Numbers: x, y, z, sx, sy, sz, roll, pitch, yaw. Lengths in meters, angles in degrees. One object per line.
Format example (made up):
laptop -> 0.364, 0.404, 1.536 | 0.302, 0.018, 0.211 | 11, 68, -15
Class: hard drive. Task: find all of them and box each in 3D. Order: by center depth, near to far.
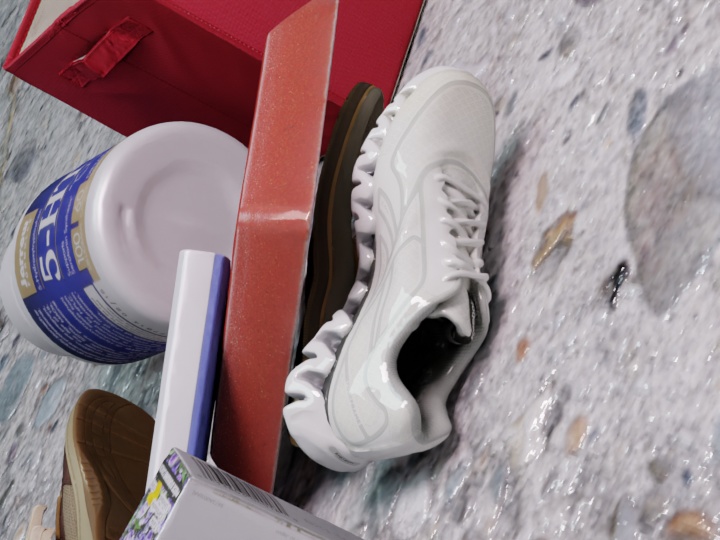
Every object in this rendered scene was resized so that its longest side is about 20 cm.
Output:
hard drive -> -0.090, 0.099, 1.196 | 0.132, 0.025, 0.200 | 108, 169, -80

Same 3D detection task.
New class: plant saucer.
plant saucer -> -0.044, -0.012, 1.210 | 0.200, 0.037, 0.200 | -85, 4, -51

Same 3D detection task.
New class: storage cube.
storage cube -> -0.074, -0.174, 1.416 | 0.171, 0.180, 0.200 | -27, 39, 57

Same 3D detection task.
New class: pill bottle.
pill bottle -> -0.138, -0.008, 1.422 | 0.200, 0.120, 0.120 | -22, 44, 60

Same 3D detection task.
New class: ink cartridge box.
ink cartridge box -> -0.082, 0.192, 1.072 | 0.200, 0.109, 0.050 | -60, 21, 4

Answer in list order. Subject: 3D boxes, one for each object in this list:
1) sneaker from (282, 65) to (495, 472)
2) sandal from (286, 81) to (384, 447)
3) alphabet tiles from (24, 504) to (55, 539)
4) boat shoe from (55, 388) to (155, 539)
sneaker -> 0.033, -0.002, 1.116 | 0.081, 0.075, 0.200 | -8, 62, 53
sandal -> 0.000, 0.000, 1.194 | 0.080, 0.054, 0.200 | 100, 177, -57
alphabet tiles -> -0.198, 0.237, 1.336 | 0.196, 0.015, 0.200 | -86, 12, -47
boat shoe -> -0.145, 0.145, 1.342 | 0.072, 0.072, 0.200 | -51, 29, 24
